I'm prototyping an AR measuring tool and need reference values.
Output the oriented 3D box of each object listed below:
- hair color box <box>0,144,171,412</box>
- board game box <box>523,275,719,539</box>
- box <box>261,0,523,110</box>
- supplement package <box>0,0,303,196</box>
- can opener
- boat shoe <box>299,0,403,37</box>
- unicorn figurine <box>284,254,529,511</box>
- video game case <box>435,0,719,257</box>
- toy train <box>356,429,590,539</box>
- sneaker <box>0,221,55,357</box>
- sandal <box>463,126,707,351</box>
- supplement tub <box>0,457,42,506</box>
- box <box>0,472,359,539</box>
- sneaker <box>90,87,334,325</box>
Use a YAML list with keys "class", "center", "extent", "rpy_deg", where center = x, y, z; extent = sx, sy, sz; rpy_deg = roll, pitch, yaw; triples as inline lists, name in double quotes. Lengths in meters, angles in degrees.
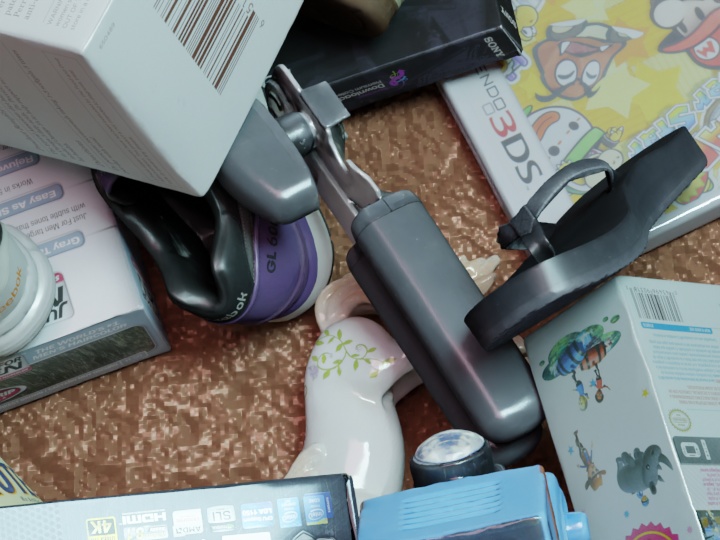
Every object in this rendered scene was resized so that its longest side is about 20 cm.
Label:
- class: "hair color box"
  center: [-0.165, -0.043, 1.080]
  extent: [0.099, 0.061, 0.201]
  rpy_deg: [-20, 67, 0]
- class: "board game box"
  center: [0.158, 0.108, 0.930]
  extent: [0.064, 0.147, 0.201]
  rpy_deg: [-38, 59, 40]
- class: "box"
  center: [-0.012, -0.171, 1.107]
  extent: [0.143, 0.036, 0.201]
  rpy_deg: [-18, 68, 17]
- class: "supplement package"
  center: [-0.143, -0.126, 0.990]
  extent: [0.199, 0.117, 0.118]
  rpy_deg: [15, 70, 29]
- class: "can opener"
  center: [0.000, 0.000, 0.982]
  extent: [0.067, 0.053, 0.200]
  rpy_deg: [-26, 67, -17]
- class: "boat shoe"
  center: [-0.058, -0.174, 1.071]
  extent: [0.202, 0.075, 0.075]
  rpy_deg: [26, 82, 19]
- class: "unicorn figurine"
  center: [0.002, 0.087, 1.008]
  extent: [0.137, 0.074, 0.201]
  rpy_deg: [3, 53, 9]
- class: "video game case"
  center: [0.136, -0.108, 1.087]
  extent: [0.199, 0.023, 0.182]
  rpy_deg: [-25, 67, -3]
- class: "toy train"
  center: [0.051, 0.161, 0.858]
  extent: [0.086, 0.114, 0.201]
  rpy_deg: [-11, 102, 7]
- class: "sneaker"
  center: [-0.223, -0.033, 1.011]
  extent: [0.199, 0.080, 0.074]
  rpy_deg: [22, 77, 20]
- class: "sandal"
  center: [0.084, -0.020, 0.957]
  extent: [0.076, 0.200, 0.043]
  rpy_deg: [-34, 94, 26]
- class: "supplement tub"
  center: [-0.221, 0.106, 0.980]
  extent: [0.145, 0.145, 0.200]
  rpy_deg: [-43, 70, -10]
- class: "box"
  center: [-0.091, 0.163, 0.872]
  extent: [0.199, 0.051, 0.158]
  rpy_deg: [-4, 78, -16]
- class: "sneaker"
  center: [-0.087, -0.068, 1.038]
  extent: [0.076, 0.087, 0.200]
  rpy_deg: [-38, 76, 25]
